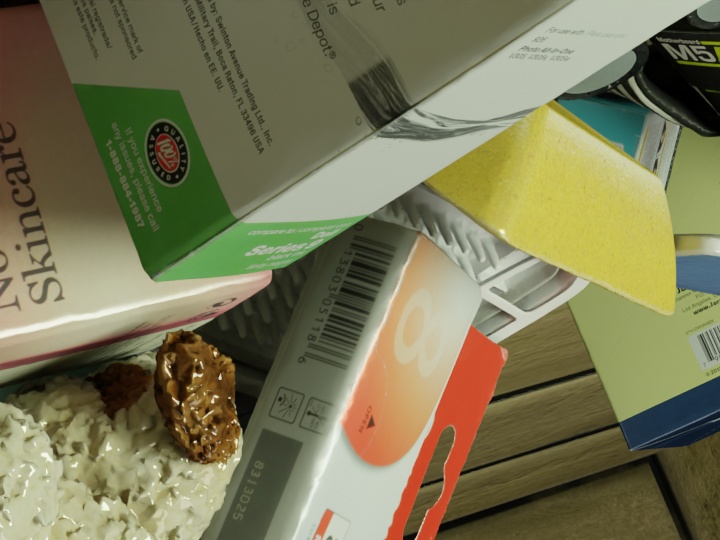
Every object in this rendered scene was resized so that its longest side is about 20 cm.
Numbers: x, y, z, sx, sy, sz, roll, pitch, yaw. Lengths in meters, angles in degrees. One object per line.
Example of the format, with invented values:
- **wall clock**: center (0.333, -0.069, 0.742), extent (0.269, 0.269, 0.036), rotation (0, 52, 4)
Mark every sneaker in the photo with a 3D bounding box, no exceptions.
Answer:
- **sneaker**: center (0.160, -0.098, 1.060), extent (0.200, 0.115, 0.076), rotation (-2, 123, -55)

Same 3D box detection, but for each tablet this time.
- **tablet**: center (0.198, 0.004, 0.987), extent (0.199, 0.014, 0.130), rotation (10, 173, -28)

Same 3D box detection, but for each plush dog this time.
- **plush dog**: center (-0.114, 0.099, 0.841), extent (0.172, 0.161, 0.200), rotation (-45, -166, -30)

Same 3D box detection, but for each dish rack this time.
- **dish rack**: center (0.000, 0.000, 1.003), extent (0.171, 0.044, 0.200), rotation (-31, 151, 23)

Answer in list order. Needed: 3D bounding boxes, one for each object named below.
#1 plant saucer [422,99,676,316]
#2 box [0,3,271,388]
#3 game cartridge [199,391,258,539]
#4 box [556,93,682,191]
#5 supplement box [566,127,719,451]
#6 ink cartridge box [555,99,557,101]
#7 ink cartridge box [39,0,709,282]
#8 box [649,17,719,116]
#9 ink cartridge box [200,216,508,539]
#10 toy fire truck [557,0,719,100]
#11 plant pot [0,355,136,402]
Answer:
- **plant saucer**: center (0.035, -0.069, 0.865), extent (0.049, 0.200, 0.200), rotation (-55, 153, 9)
- **box**: center (-0.154, -0.022, 0.820), extent (0.199, 0.129, 0.109), rotation (-14, 172, -37)
- **game cartridge**: center (-0.109, 0.108, 0.988), extent (0.199, 0.039, 0.129), rotation (-18, -155, -33)
- **box**: center (0.139, -0.059, 1.185), extent (0.049, 0.083, 0.200), rotation (15, -170, 12)
- **supplement box**: center (0.233, -0.017, 1.363), extent (0.199, 0.201, 0.134), rotation (-27, 167, 19)
- **ink cartridge box**: center (0.039, -0.069, 1.164), extent (0.159, 0.048, 0.200), rotation (-21, 170, -5)
- **ink cartridge box**: center (-0.004, -0.105, 0.711), extent (0.200, 0.147, 0.084), rotation (-30, 165, 33)
- **box**: center (0.247, -0.059, 0.920), extent (0.200, 0.193, 0.048), rotation (11, -117, 52)
- **ink cartridge box**: center (0.017, 0.084, 0.961), extent (0.050, 0.163, 0.200), rotation (16, 168, 32)
- **toy fire truck**: center (0.102, -0.151, 0.806), extent (0.175, 0.129, 0.200), rotation (-26, 155, 18)
- **plant pot**: center (-0.140, 0.045, 1.130), extent (0.199, 0.135, 0.200), rotation (-21, 168, -5)
